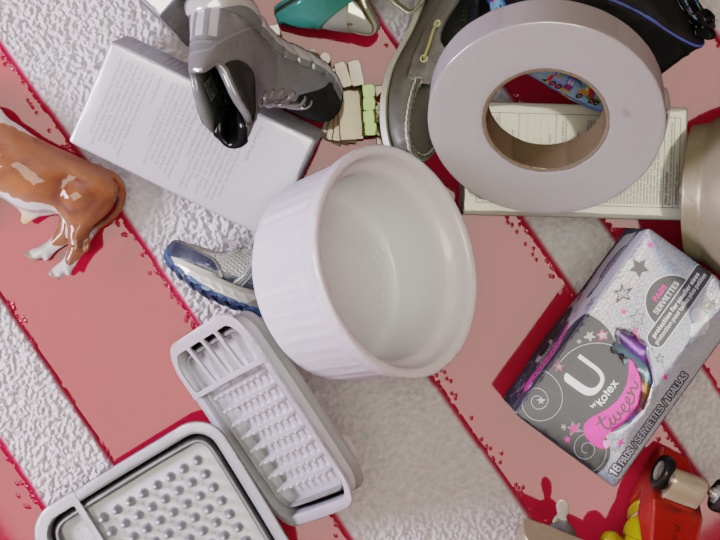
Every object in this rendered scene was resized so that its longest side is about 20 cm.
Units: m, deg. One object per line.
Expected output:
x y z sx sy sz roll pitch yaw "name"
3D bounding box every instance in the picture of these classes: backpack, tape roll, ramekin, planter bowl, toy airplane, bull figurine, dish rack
0.193 -0.265 1.593 0.182 0.201 0.134 19 135 -36 "backpack"
0.157 -0.135 1.534 0.202 0.037 0.203 3 131 3 "tape roll"
0.000 0.000 1.571 0.097 0.200 0.201 -14 93 43 "ramekin"
0.353 -0.067 1.602 0.134 0.200 0.201 4 92 18 "planter bowl"
0.255 0.278 1.628 0.199 0.141 0.201 -22 77 -31 "toy airplane"
-0.314 -0.081 1.649 0.199 0.065 0.122 25 95 1 "bull figurine"
-0.176 0.248 1.667 0.199 0.044 0.172 -31 91 4 "dish rack"
-0.078 0.126 1.621 0.043 0.172 0.200 -34 92 -31 "dish rack"

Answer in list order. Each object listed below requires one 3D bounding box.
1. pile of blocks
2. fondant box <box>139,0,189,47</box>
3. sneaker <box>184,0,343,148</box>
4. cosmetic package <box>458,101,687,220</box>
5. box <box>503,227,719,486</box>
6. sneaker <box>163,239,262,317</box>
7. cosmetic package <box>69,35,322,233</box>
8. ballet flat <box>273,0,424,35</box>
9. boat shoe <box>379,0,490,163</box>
-0.029 -0.161 1.650 0.199 0.062 0.082 21 91 -1 "pile of blocks"
-0.132 -0.275 1.575 0.058 0.200 0.144 42 91 1 "fondant box"
-0.088 -0.143 1.538 0.075 0.200 0.116 -11 61 32 "sneaker"
0.190 -0.098 1.648 0.199 0.073 0.104 3 92 0 "cosmetic package"
0.230 0.072 1.624 0.115 0.132 0.200 35 91 -1 "box"
-0.079 0.002 1.657 0.199 0.077 0.086 20 82 -9 "sneaker"
-0.146 -0.121 1.636 0.199 0.071 0.102 27 103 0 "cosmetic package"
0.013 -0.249 1.618 0.200 0.067 0.071 -30 90 23 "ballet flat"
0.072 -0.185 1.616 0.072 0.060 0.203 32 66 -39 "boat shoe"
